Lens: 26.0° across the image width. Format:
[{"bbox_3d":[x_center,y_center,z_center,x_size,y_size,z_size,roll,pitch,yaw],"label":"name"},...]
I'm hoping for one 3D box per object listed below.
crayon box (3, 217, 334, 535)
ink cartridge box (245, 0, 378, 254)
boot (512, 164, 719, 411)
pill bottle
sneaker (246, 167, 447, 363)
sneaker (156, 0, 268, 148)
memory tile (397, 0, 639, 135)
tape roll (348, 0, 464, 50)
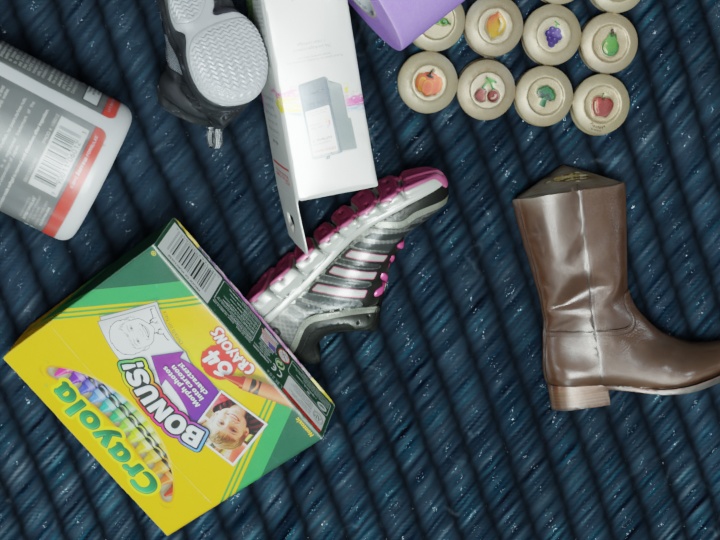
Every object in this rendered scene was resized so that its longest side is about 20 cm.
[{"bbox_3d":[-0.149,0.087,1.224,0.172,0.058,0.200,-34,104,24],"label":"crayon box"},{"bbox_3d":[-0.036,-0.122,1.205,0.067,0.117,0.202,-11,102,-9],"label":"ink cartridge box"},{"bbox_3d":[0.228,0.005,1.302,0.185,0.064,0.202,-11,97,-9],"label":"boot"},{"bbox_3d":[-0.283,-0.116,1.169,0.199,0.116,0.116,28,95,-12],"label":"pill bottle"},{"bbox_3d":[0.000,0.000,1.250,0.200,0.074,0.088,-39,103,5],"label":"sneaker"},{"bbox_3d":[-0.131,-0.192,1.200,0.075,0.114,0.201,-9,66,-22],"label":"sneaker"},{"bbox_3d":[0.132,-0.195,1.270,0.198,0.017,0.155,6,99,-9],"label":"memory tile"},{"bbox_3d":[-0.006,-0.261,1.142,0.065,0.200,0.201,-37,103,0],"label":"tape roll"}]
